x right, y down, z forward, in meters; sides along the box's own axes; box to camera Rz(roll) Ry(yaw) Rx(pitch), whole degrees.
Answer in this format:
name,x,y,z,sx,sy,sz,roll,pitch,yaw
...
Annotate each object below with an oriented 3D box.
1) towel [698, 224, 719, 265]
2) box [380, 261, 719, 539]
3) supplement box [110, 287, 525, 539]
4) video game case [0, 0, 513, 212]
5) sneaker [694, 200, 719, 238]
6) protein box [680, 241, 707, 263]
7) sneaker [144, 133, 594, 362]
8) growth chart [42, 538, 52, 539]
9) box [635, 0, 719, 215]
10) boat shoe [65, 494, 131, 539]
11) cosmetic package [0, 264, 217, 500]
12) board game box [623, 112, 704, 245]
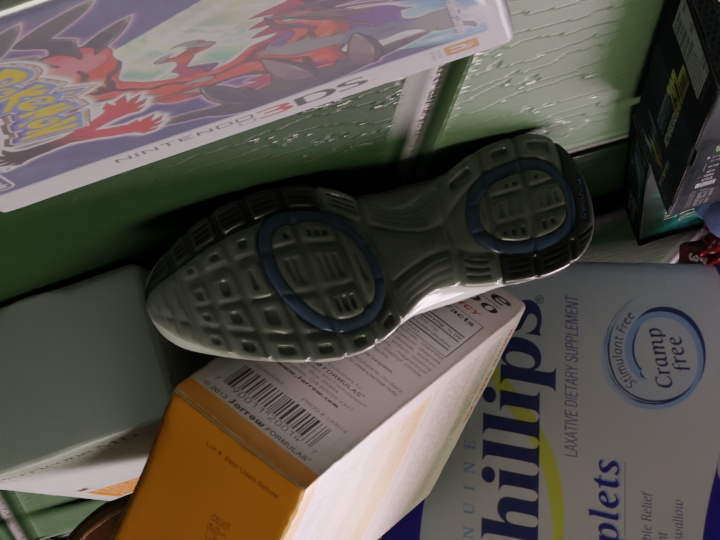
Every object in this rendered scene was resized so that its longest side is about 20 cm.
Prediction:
name,x,y,z,sx,sy,sz,roll,pitch,yaw
towel,0.275,-0.052,1.188,0.144,0.023,0.200,-9,166,-46
box,0.110,0.094,1.251,0.199,0.185,0.105,0,171,4
supplement box,-0.021,0.077,1.087,0.200,0.073,0.126,-35,155,-53
video game case,-0.050,-0.068,0.711,0.181,0.023,0.200,-19,170,5
sneaker,0.231,-0.004,1.092,0.199,0.089,0.075,10,156,-36
protein box,0.319,0.050,1.408,0.199,0.136,0.198,-8,-170,-43
sneaker,0.000,0.000,1.029,0.199,0.075,0.087,-12,173,-26
growth chart,-0.223,0.231,2.020,0.199,0.018,0.144,-7,166,-47
box,0.192,-0.086,0.938,0.157,0.051,0.200,-17,169,-1
boat shoe,-0.125,0.175,1.772,0.199,0.072,0.068,-23,170,-29
cosmetic package,-0.110,0.056,1.130,0.101,0.072,0.200,-19,169,10
board game box,0.190,-0.060,1.141,0.135,0.028,0.200,-18,170,2
